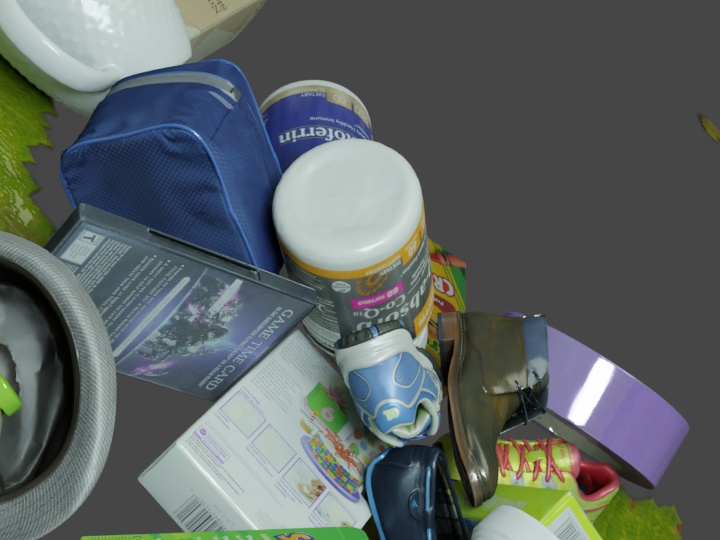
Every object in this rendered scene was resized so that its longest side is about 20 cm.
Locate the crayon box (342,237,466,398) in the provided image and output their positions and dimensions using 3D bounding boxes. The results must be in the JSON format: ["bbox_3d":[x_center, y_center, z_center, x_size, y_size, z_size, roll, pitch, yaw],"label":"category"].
[{"bbox_3d":[0.036,0.039,1.322,0.126,0.051,0.201,32,36,-22],"label":"crayon box"}]

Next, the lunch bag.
[{"bbox_3d":[-0.130,-0.056,1.118,0.133,0.134,0.202,-68,147,-53],"label":"lunch bag"}]

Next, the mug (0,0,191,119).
[{"bbox_3d":[-0.236,-0.206,1.174,0.175,0.147,0.200,46,20,-9],"label":"mug"}]

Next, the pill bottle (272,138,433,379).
[{"bbox_3d":[0.000,0.000,1.126,0.201,0.115,0.117,77,-4,-55],"label":"pill bottle"}]

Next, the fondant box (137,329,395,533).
[{"bbox_3d":[-0.059,0.151,1.091,0.144,0.058,0.200,48,34,0],"label":"fondant box"}]

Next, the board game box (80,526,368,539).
[{"bbox_3d":[-0.080,0.203,0.936,0.197,0.030,0.096,-2,19,-17],"label":"board game box"}]

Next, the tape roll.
[{"bbox_3d":[0.198,0.119,1.304,0.199,0.066,0.200,34,-6,4],"label":"tape roll"}]

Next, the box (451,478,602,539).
[{"bbox_3d":[0.132,0.227,1.124,0.048,0.200,0.123,-38,100,-21],"label":"box"}]

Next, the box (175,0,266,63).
[{"bbox_3d":[-0.175,-0.250,1.361,0.095,0.078,0.200,45,33,-4],"label":"box"}]

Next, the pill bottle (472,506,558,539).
[{"bbox_3d":[0.059,0.261,0.966,0.199,0.116,0.116,-40,85,-23],"label":"pill bottle"}]

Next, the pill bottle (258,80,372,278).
[{"bbox_3d":[-0.041,-0.067,1.288,0.115,0.116,0.202,26,39,-28],"label":"pill bottle"}]

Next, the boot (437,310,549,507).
[{"bbox_3d":[0.117,0.102,1.159,0.095,0.075,0.201,-7,43,2],"label":"boot"}]

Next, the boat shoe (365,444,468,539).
[{"bbox_3d":[0.064,0.231,1.085,0.202,0.068,0.084,67,30,-13],"label":"boat shoe"}]

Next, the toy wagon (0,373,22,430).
[{"bbox_3d":[-0.303,0.069,0.832,0.155,0.040,0.201,-38,83,-13],"label":"toy wagon"}]

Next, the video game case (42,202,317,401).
[{"bbox_3d":[-0.150,0.030,1.035,0.198,0.143,0.019,20,43,-34],"label":"video game case"}]

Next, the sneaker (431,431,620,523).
[{"bbox_3d":[0.150,0.176,1.271,0.198,0.090,0.079,20,42,-33],"label":"sneaker"}]

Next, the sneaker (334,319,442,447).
[{"bbox_3d":[0.026,0.100,1.098,0.200,0.075,0.078,44,27,-70],"label":"sneaker"}]

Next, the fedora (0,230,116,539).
[{"bbox_3d":[-0.238,0.078,0.906,0.090,0.175,0.203,97,-23,-80],"label":"fedora"}]
